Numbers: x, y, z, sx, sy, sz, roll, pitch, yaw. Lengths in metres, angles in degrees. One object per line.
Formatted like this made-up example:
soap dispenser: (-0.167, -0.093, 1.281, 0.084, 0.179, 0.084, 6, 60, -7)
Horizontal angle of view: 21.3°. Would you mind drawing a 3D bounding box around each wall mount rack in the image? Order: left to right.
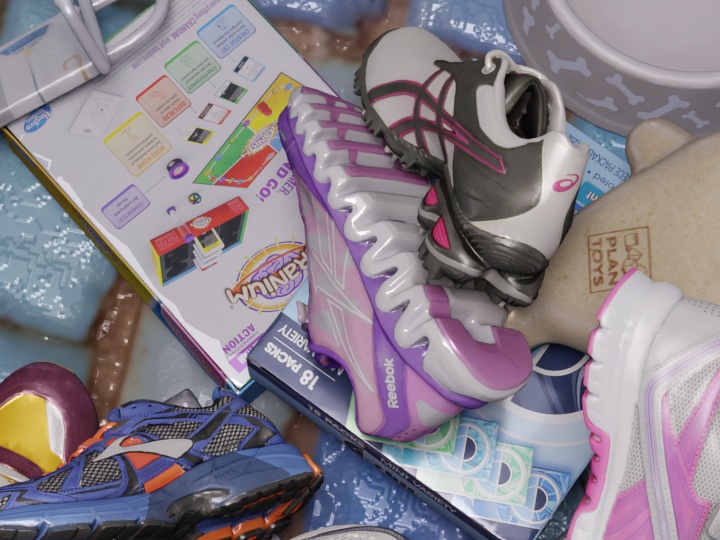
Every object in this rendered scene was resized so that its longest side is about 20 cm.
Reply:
wall mount rack: (-0.210, -0.139, 1.041, 0.199, 0.075, 0.174, -28, 39, 2)

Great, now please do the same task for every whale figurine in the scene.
whale figurine: (0.148, 0.008, 0.925, 0.199, 0.104, 0.160, -9, 72, 21)

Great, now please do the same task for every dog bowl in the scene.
dog bowl: (0.179, -0.174, 1.076, 0.199, 0.059, 0.201, 0, 72, -1)

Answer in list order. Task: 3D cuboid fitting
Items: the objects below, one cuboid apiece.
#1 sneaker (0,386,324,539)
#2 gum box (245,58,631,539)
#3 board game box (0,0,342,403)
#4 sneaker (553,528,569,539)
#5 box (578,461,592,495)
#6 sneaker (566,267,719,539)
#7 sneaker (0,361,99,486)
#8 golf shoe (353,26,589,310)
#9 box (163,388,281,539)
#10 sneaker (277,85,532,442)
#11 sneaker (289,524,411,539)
sneaker: (-0.114, 0.104, 0.904, 0.199, 0.075, 0.079, -8, 51, -44)
gum box: (0.068, 0.019, 0.979, 0.170, 0.045, 0.200, 35, 75, 9)
board game box: (-0.073, -0.048, 1.040, 0.153, 0.040, 0.200, -39, 78, -12)
sneaker: (0.177, 0.167, 0.943, 0.202, 0.077, 0.147, -21, 75, -26)
box: (0.108, 0.027, 1.021, 0.039, 0.041, 0.201, -17, 73, -6)
sneaker: (0.141, 0.103, 0.837, 0.088, 0.081, 0.201, 9, 108, 19)
sneaker: (-0.178, 0.133, 0.908, 0.075, 0.090, 0.201, 15, 74, 6)
golf shoe: (0.058, -0.069, 0.904, 0.077, 0.088, 0.200, 18, 30, -29)
box: (-0.104, 0.184, 0.964, 0.161, 0.049, 0.200, -31, 76, -8)
sneaker: (0.000, 0.000, 0.924, 0.088, 0.080, 0.201, -46, 55, 30)
sneaker: (-0.060, 0.174, 0.899, 0.199, 0.085, 0.077, -23, 75, -9)
